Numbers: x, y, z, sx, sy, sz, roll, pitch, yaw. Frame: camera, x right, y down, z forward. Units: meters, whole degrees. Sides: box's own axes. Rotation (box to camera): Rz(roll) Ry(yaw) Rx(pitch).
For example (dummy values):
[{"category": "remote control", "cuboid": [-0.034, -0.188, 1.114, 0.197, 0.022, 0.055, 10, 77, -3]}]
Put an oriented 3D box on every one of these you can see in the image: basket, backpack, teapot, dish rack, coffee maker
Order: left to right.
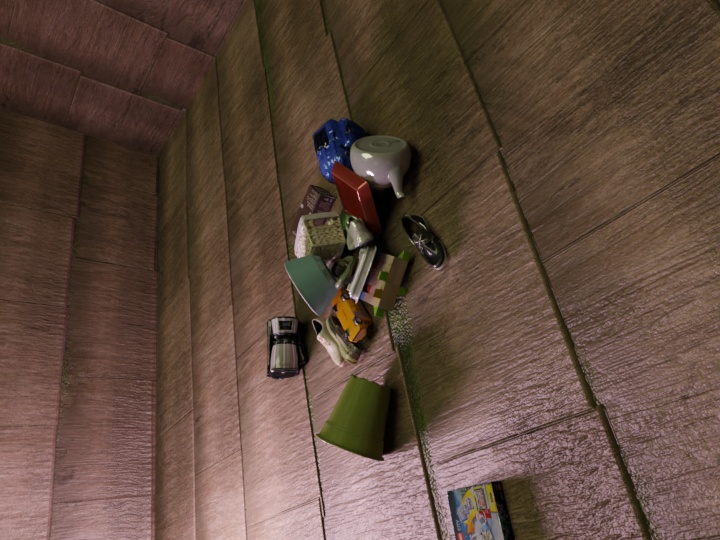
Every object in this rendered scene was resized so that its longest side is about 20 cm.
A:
[{"category": "coffee maker", "cuboid": [-0.286, 0.277, 1.912, 0.192, 0.134, 0.201, -26, 60, 47]}, {"category": "basket", "cuboid": [-0.133, -0.083, 1.773, 0.200, 0.135, 0.124, 112, 143, -54]}, {"category": "backpack", "cuboid": [-0.061, -0.393, 1.789, 0.167, 0.162, 0.201, -32, 55, 40]}, {"category": "dish rack", "cuboid": [0.000, 0.000, 1.603, 0.200, 0.043, 0.173, -84, 13, -83]}, {"category": "teapot", "cuboid": [0.058, -0.315, 1.618, 0.200, 0.196, 0.147, -63, -23, -54]}]

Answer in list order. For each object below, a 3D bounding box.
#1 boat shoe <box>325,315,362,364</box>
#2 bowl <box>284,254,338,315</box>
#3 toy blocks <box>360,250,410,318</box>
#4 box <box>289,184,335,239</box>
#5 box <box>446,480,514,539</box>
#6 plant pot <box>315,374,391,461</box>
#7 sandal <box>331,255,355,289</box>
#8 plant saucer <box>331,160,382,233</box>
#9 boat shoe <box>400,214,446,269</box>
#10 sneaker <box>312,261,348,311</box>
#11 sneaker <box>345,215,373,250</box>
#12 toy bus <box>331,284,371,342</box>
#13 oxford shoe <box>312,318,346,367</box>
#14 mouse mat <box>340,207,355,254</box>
[{"category": "boat shoe", "cuboid": [-0.045, 0.206, 1.677, 0.065, 0.073, 0.200, -50, 47, 16]}, {"category": "bowl", "cuboid": [-0.140, 0.029, 1.665, 0.105, 0.201, 0.201, -34, 46, 1]}, {"category": "toy blocks", "cuboid": [0.064, 0.028, 1.571, 0.137, 0.099, 0.201, 22, 94, 63]}, {"category": "box", "cuboid": [-0.179, -0.202, 1.964, 0.100, 0.075, 0.201, 45, 117, 48]}, {"category": "box", "cuboid": [0.268, 0.578, 1.171, 0.136, 0.038, 0.201, -35, 54, 42]}, {"category": "plant pot", "cuboid": [0.002, 0.398, 1.479, 0.199, 0.199, 0.191, 4, 70, 53]}, {"category": "sandal", "cuboid": [-0.058, -0.005, 1.630, 0.080, 0.057, 0.201, -58, 6, 14]}, {"category": "plant saucer", "cuboid": [-0.019, -0.222, 1.670, 0.037, 0.200, 0.200, -32, 42, -15]}, {"category": "boat shoe", "cuboid": [0.171, -0.079, 1.472, 0.072, 0.067, 0.201, -51, 45, 28]}, {"category": "sneaker", "cuboid": [-0.104, 0.070, 1.777, 0.201, 0.081, 0.088, -59, 39, 24]}, {"category": "sneaker", "cuboid": [-0.011, -0.122, 1.658, 0.100, 0.078, 0.200, 66, 168, -1]}, {"category": "toy bus", "cuboid": [-0.028, 0.132, 1.660, 0.065, 0.078, 0.200, -56, 42, 25]}, {"category": "oxford shoe", "cuboid": [-0.105, 0.234, 1.734, 0.071, 0.073, 0.200, -59, 40, 23]}, {"category": "mouse mat", "cuboid": [-0.029, -0.170, 1.811, 0.161, 0.007, 0.201, 37, 109, 51]}]
